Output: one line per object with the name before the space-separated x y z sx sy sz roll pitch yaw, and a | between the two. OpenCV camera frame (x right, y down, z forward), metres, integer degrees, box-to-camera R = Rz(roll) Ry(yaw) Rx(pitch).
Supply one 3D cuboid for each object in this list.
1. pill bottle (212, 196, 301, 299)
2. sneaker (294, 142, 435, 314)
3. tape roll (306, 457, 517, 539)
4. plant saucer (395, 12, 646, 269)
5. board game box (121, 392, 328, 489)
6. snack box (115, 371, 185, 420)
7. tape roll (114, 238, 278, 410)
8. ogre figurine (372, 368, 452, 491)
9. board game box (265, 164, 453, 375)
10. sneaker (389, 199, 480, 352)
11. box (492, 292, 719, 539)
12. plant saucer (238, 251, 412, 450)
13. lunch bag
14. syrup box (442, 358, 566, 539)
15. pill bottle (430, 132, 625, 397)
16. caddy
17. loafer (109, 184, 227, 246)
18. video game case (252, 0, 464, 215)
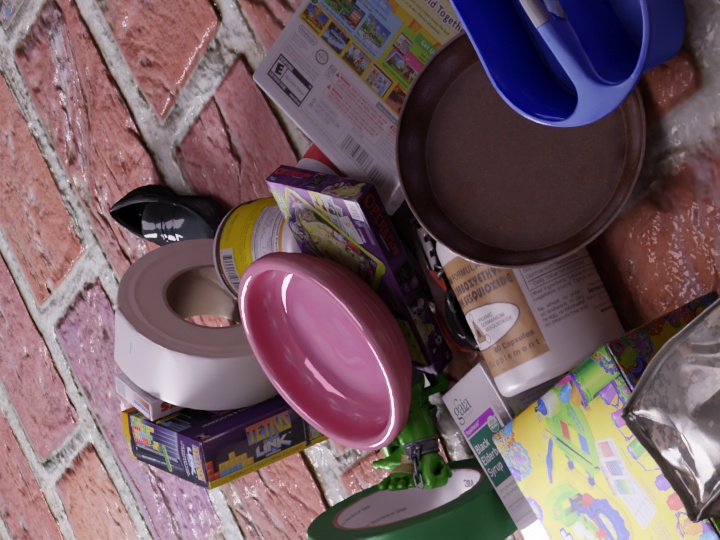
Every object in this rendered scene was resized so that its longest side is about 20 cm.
pill bottle | -0.054 -0.022 1.636 0.199 0.109 0.110 -5 104 56
sneaker | 0.032 -0.059 1.533 0.200 0.113 0.071 46 152 -24
tape roll | 0.051 0.229 1.538 0.200 0.199 0.049 -11 99 57
plant saucer | 0.125 -0.098 1.307 0.198 0.034 0.203 -4 79 19
board game box | -0.122 0.152 1.751 0.165 0.199 0.057 9 114 53
snack box | -0.154 0.101 1.768 0.072 0.199 0.025 30 129 44
tape roll | -0.154 0.053 1.742 0.202 0.201 0.071 41 138 36
ogre figurine | 0.039 0.135 1.601 0.200 0.097 0.121 -36 -65 -79
board game box | 0.000 0.000 1.479 0.119 0.032 0.201 11 138 42
sneaker | 0.078 -0.020 1.455 0.201 0.077 0.082 63 177 -10
box | 0.233 0.160 1.304 0.201 0.121 0.193 60 146 12
plant saucer | -0.025 0.065 1.499 0.200 0.051 0.202 33 143 29
lunch bag | 0.294 0.057 1.119 0.118 0.163 0.201 57 146 28
syrup box | 0.161 0.165 1.451 0.201 0.081 0.079 59 145 13
pill bottle | 0.126 -0.009 1.375 0.114 0.114 0.202 -33 79 57
caddy | 0.141 -0.202 1.217 0.141 0.105 0.201 -33 79 35
loafer | -0.211 -0.051 1.886 0.200 0.070 0.069 19 124 50
video game case | 0.015 -0.180 1.446 0.200 0.023 0.183 47 110 31
